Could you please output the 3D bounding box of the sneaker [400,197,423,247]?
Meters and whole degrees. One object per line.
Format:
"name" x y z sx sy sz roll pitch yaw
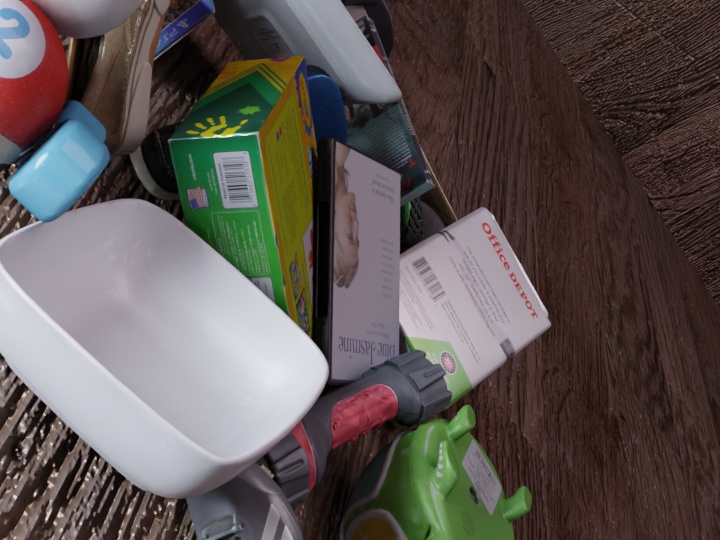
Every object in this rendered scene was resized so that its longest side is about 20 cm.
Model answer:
"sneaker" 0.013 -0.104 1.194 0.078 0.084 0.202 66 0 -58

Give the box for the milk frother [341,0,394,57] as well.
"milk frother" -0.072 -0.310 1.224 0.197 0.184 0.188 19 19 14

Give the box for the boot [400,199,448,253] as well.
"boot" 0.056 -0.008 1.197 0.131 0.070 0.202 15 44 -50

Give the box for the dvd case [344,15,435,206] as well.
"dvd case" -0.018 -0.139 1.087 0.022 0.145 0.203 23 43 -57

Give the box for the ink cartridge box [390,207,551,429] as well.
"ink cartridge box" 0.083 0.043 1.081 0.199 0.084 0.147 -29 89 -44

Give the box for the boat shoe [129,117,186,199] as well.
"boat shoe" -0.122 -0.104 0.937 0.073 0.067 0.200 59 20 3

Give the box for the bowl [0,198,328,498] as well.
"bowl" -0.130 0.053 0.680 0.199 0.075 0.200 39 23 6

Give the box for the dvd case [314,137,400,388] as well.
"dvd case" 0.000 0.000 0.921 0.142 0.017 0.204 16 74 -64

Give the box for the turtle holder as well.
"turtle holder" 0.054 0.212 0.854 0.141 0.131 0.187 46 28 -32

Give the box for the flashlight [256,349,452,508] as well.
"flashlight" -0.009 0.120 0.820 0.198 0.068 0.069 -19 89 -41

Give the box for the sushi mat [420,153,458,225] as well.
"sushi mat" 0.093 -0.045 1.293 0.012 0.096 0.202 -25 85 -27

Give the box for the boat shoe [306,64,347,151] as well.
"boat shoe" -0.059 -0.104 0.992 0.083 0.202 0.069 -11 45 -21

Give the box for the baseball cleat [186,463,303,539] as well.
"baseball cleat" -0.068 0.210 0.687 0.202 0.069 0.106 60 23 1

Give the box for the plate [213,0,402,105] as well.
"plate" -0.074 -0.221 0.982 0.032 0.198 0.201 -47 116 -20

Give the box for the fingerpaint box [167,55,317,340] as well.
"fingerpaint box" -0.079 -0.045 0.849 0.168 0.072 0.203 -73 158 -59

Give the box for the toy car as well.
"toy car" -0.192 -0.173 0.657 0.184 0.200 0.177 44 0 -21

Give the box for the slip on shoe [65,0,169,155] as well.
"slip on shoe" -0.190 -0.189 0.803 0.060 0.075 0.204 1 105 -43

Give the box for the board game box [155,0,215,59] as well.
"board game box" -0.228 -0.300 0.904 0.199 0.096 0.161 36 33 -44
